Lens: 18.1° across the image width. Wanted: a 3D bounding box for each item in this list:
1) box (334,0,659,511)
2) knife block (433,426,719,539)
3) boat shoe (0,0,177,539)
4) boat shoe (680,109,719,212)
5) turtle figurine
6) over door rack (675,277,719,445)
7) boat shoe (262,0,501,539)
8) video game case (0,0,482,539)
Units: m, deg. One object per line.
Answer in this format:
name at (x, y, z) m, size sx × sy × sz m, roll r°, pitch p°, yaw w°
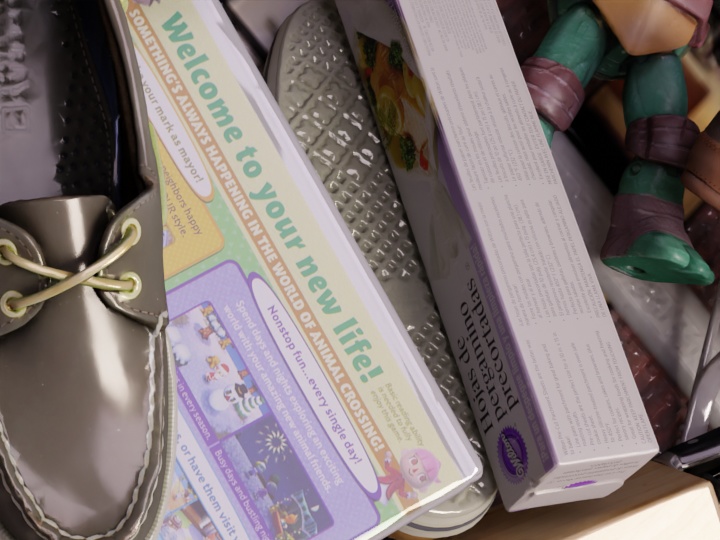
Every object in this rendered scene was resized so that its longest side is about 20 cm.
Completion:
box at (0.039, -0.023, 0.725) m, size 0.041 × 0.039 × 0.201 m, roll -7°, pitch 66°, yaw -28°
knife block at (0.081, 0.094, 0.741) m, size 0.200 × 0.064 × 0.176 m, roll 27°, pitch 84°, yaw -18°
boat shoe at (-0.089, -0.015, 0.627) m, size 0.072 × 0.060 × 0.203 m, roll -7°, pitch 79°, yaw -15°
boat shoe at (0.187, 0.011, 0.773) m, size 0.068 × 0.072 × 0.200 m, roll -44°, pitch 106°, yaw 3°
turtle figurine at (0.106, -0.104, 0.810) m, size 0.149 × 0.101 × 0.201 m, roll 18°, pitch 80°, yaw 2°
over door rack at (0.200, 0.009, 0.849) m, size 0.147 × 0.067 × 0.201 m, roll 19°, pitch 69°, yaw -22°
boat shoe at (0.000, 0.000, 0.756) m, size 0.074 × 0.062 × 0.201 m, roll 0°, pitch 64°, yaw -24°
video game case at (-0.088, 0.018, 0.664) m, size 0.182 × 0.022 × 0.200 m, roll -28°, pitch 85°, yaw -18°
